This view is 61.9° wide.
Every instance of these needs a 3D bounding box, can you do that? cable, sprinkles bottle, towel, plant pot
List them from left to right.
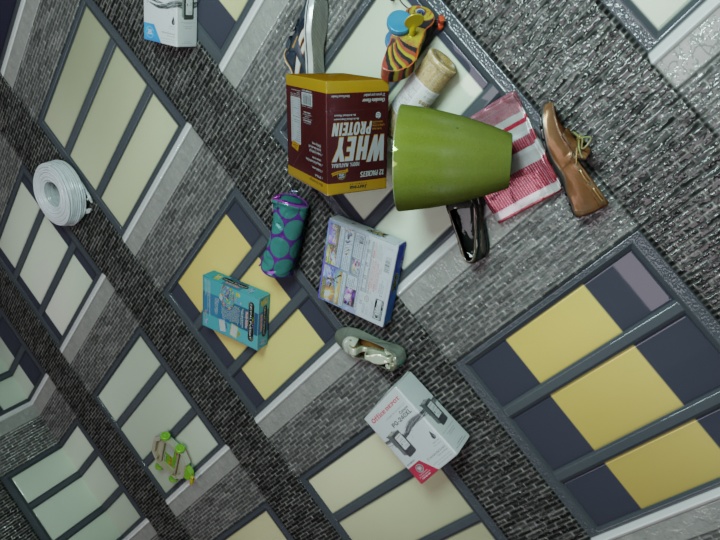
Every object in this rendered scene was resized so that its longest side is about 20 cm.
[{"bbox_3d":[-0.924,-0.234,1.845,0.198,0.069,0.202,-28,91,37],"label":"cable"},{"bbox_3d":[0.099,-0.323,1.151,0.068,0.068,0.200,47,125,9],"label":"sprinkles bottle"},{"bbox_3d":[0.167,-0.198,1.069,0.196,0.187,0.191,3,110,12],"label":"plant pot"},{"bbox_3d":[0.267,-0.205,1.109,0.143,0.023,0.202,-27,91,34],"label":"towel"}]

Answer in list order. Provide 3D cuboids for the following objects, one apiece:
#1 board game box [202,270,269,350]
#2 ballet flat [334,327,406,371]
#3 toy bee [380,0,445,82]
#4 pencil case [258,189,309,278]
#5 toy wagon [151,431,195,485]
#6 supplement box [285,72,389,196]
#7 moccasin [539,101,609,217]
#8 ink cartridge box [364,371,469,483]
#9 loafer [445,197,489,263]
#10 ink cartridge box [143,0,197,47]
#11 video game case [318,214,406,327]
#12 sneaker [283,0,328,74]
[{"bbox_3d":[-0.333,0.104,1.600,0.197,0.047,0.154,20,117,26],"label":"board game box"},{"bbox_3d":[0.011,0.181,1.395,0.197,0.063,0.069,14,114,29],"label":"ballet flat"},{"bbox_3d":[0.098,-0.437,1.085,0.106,0.131,0.204,7,95,2],"label":"toy bee"},{"bbox_3d":[-0.181,-0.082,1.410,0.091,0.085,0.203,20,118,7],"label":"pencil case"},{"bbox_3d":[-0.609,0.626,1.975,0.198,0.039,0.157,32,122,19],"label":"toy wagon"},{"bbox_3d":[-0.049,-0.274,1.177,0.197,0.131,0.204,35,129,55],"label":"supplement box"},{"bbox_3d":[0.364,-0.194,1.025,0.077,0.073,0.204,-24,90,25],"label":"moccasin"},{"bbox_3d":[0.125,0.357,1.373,0.200,0.083,0.146,46,125,10],"label":"ink cartridge box"},{"bbox_3d":[0.202,-0.112,1.164,0.071,0.063,0.204,-12,101,33],"label":"loafer"},{"bbox_3d":[-0.439,-0.632,1.387,0.114,0.068,0.204,20,117,25],"label":"ink cartridge box"},{"bbox_3d":[0.000,0.000,1.347,0.179,0.045,0.203,22,118,23],"label":"video game case"},{"bbox_3d":[-0.116,-0.468,1.231,0.078,0.078,0.204,16,117,21],"label":"sneaker"}]
